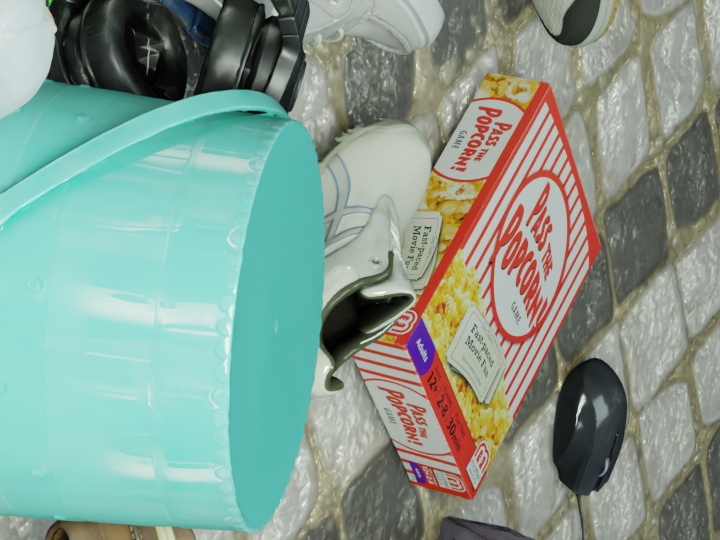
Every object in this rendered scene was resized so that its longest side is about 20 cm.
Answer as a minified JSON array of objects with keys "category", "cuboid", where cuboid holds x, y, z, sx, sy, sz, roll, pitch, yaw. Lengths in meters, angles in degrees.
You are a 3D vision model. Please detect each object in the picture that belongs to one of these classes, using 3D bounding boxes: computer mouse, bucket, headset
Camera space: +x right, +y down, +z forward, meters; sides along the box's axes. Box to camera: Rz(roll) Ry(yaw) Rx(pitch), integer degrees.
[{"category":"computer mouse","cuboid":[0.156,0.157,1.564,0.058,0.034,0.202,-23,117,-53]},{"category":"bucket","cuboid":[-0.098,0.016,1.003,0.207,0.134,0.209,6,90,-80]},{"category":"headset","cuboid":[-0.080,-0.103,1.088,0.201,0.123,0.094,84,14,-46]}]

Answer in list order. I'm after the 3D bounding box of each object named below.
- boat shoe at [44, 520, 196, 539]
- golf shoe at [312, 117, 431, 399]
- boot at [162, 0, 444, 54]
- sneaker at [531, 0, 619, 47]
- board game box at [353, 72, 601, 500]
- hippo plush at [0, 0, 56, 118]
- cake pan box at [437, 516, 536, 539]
[{"category":"boat shoe","cuboid":[-0.145,0.192,1.071,0.074,0.075,0.203,6,112,-39]},{"category":"golf shoe","cuboid":[0.000,0.000,1.216,0.200,0.097,0.079,-54,138,-32]},{"category":"boot","cuboid":[-0.038,-0.135,1.183,0.200,0.073,0.096,33,76,-45]},{"category":"sneaker","cuboid":[0.095,-0.218,1.365,0.087,0.075,0.201,-29,119,-32]},{"category":"board game box","cuboid":[0.070,0.009,1.378,0.201,0.046,0.152,-61,146,-29]},{"category":"hippo plush","cuboid":[-0.209,-0.094,0.899,0.200,0.159,0.161,47,25,-1]},{"category":"cake pan box","cuboid":[0.064,0.248,1.340,0.184,0.052,0.202,151,-50,-84]}]
